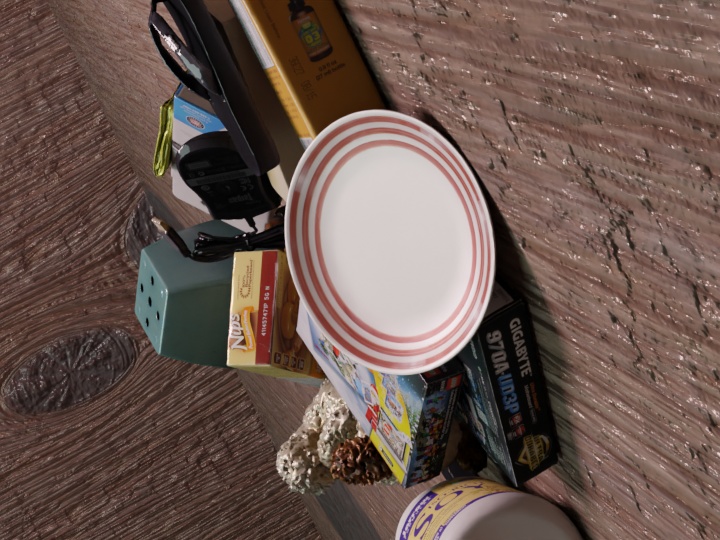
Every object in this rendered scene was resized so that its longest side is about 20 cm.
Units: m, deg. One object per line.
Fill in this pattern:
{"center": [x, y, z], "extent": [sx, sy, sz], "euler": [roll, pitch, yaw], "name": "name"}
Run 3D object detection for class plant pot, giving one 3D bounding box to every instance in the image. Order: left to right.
{"center": [-0.146, 0.027, 1.555], "extent": [0.141, 0.200, 0.142], "euler": [50, 138, 46], "name": "plant pot"}

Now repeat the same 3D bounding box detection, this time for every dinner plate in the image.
{"center": [0.023, -0.021, 1.024], "extent": [0.200, 0.024, 0.201], "euler": [9, 104, 39], "name": "dinner plate"}

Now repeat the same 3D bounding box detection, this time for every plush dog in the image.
{"center": [0.032, 0.154, 1.352], "extent": [0.172, 0.200, 0.161], "euler": [30, 122, 55], "name": "plush dog"}

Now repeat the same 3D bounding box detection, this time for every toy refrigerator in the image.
{"center": [-0.066, -0.157, 1.190], "extent": [0.070, 0.076, 0.200], "euler": [47, 163, 51], "name": "toy refrigerator"}

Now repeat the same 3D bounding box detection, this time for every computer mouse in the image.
{"center": [-0.143, -0.075, 1.305], "extent": [0.200, 0.140, 0.046], "euler": [53, -151, -55], "name": "computer mouse"}

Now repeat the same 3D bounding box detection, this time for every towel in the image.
{"center": [-0.181, -0.182, 1.425], "extent": [0.200, 0.018, 0.086], "euler": [-76, 3, -54], "name": "towel"}

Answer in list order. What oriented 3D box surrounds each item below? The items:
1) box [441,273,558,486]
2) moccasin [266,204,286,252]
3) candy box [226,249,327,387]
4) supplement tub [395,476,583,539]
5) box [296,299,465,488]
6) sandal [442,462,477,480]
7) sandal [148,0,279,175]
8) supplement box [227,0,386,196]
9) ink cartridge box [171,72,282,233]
{"center": [0.088, 0.059, 1.112], "extent": [0.159, 0.046, 0.200], "euler": [49, 164, 46], "name": "box"}
{"center": [-0.051, -0.036, 1.449], "extent": [0.201, 0.074, 0.078], "euler": [4, 115, 65], "name": "moccasin"}
{"center": [-0.063, 0.054, 1.409], "extent": [0.200, 0.055, 0.116], "euler": [23, -111, -62], "name": "candy box"}
{"center": [0.114, 0.267, 1.257], "extent": [0.146, 0.145, 0.200], "euler": [62, 168, -4], "name": "supplement tub"}
{"center": [0.011, 0.067, 1.159], "extent": [0.200, 0.038, 0.137], "euler": [53, 149, 36], "name": "box"}
{"center": [0.124, 0.261, 1.452], "extent": [0.200, 0.043, 0.076], "euler": [48, 163, 48], "name": "sandal"}
{"center": [-0.131, -0.166, 1.108], "extent": [0.200, 0.043, 0.076], "euler": [62, 169, -4], "name": "sandal"}
{"center": [-0.037, -0.161, 1.078], "extent": [0.200, 0.066, 0.069], "euler": [64, 170, -13], "name": "supplement box"}
{"center": [-0.124, -0.121, 1.363], "extent": [0.116, 0.068, 0.200], "euler": [27, 154, 3], "name": "ink cartridge box"}
